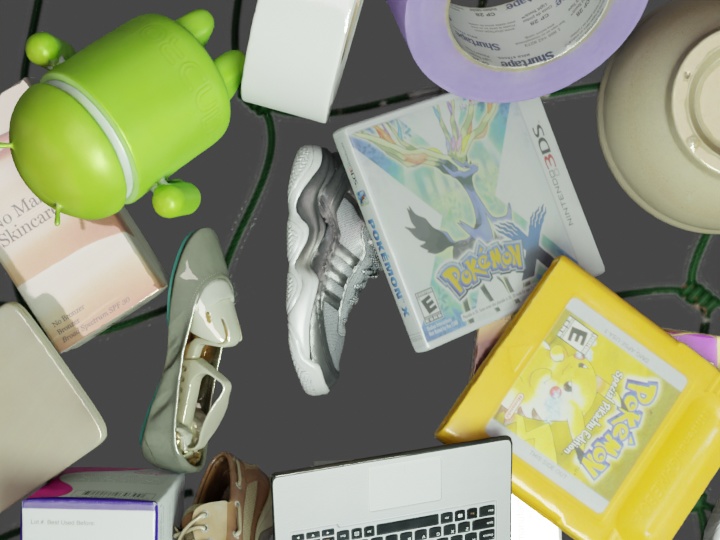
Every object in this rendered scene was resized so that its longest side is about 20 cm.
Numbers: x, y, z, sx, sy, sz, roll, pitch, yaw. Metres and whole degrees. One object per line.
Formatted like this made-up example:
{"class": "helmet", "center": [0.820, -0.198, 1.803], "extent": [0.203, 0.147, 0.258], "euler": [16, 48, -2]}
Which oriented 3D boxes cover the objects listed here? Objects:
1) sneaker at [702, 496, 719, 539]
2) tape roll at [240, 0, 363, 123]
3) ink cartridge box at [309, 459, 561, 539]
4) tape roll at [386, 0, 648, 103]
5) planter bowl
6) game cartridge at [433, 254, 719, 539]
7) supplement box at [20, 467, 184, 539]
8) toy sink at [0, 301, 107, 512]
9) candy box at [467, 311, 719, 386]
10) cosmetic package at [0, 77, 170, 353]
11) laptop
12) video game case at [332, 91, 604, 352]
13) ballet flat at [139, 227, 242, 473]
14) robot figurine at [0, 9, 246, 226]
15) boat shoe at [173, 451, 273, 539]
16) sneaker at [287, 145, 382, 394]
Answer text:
{"class": "sneaker", "center": [0.318, 0.276, 1.526], "extent": [0.114, 0.075, 0.200], "euler": [21, 88, 2]}
{"class": "tape roll", "center": [-0.033, -0.219, 1.457], "extent": [0.071, 0.202, 0.203], "euler": [16, 91, 0]}
{"class": "ink cartridge box", "center": [0.060, 0.226, 1.522], "extent": [0.200, 0.084, 0.146], "euler": [-2, 91, 0]}
{"class": "tape roll", "center": [0.118, -0.233, 1.457], "extent": [0.200, 0.200, 0.085], "euler": [-23, 47, 1]}
{"class": "planter bowl", "center": [0.293, -0.129, 1.491], "extent": [0.200, 0.135, 0.200], "euler": [0, 90, 1]}
{"class": "game cartridge", "center": [0.186, 0.115, 1.474], "extent": [0.200, 0.032, 0.176], "euler": [36, 80, -3]}
{"class": "supplement box", "center": [-0.196, 0.213, 1.466], "extent": [0.101, 0.200, 0.103], "euler": [1, 92, 1]}
{"class": "toy sink", "center": [-0.286, 0.115, 1.488], "extent": [0.200, 0.112, 0.130], "euler": [-35, 91, 20]}
{"class": "candy box", "center": [0.187, 0.097, 1.535], "extent": [0.200, 0.056, 0.117], "euler": [8, 91, 1]}
{"class": "cosmetic package", "center": [-0.248, -0.044, 1.517], "extent": [0.103, 0.087, 0.200], "euler": [-34, 91, 1]}
{"class": "laptop", "center": [0.040, 0.247, 1.399], "extent": [0.187, 0.116, 0.200], "euler": [-8, 116, -14]}
{"class": "video game case", "center": [0.090, -0.052, 1.495], "extent": [0.200, 0.022, 0.182], "euler": [-22, 91, -35]}
{"class": "ballet flat", "center": [-0.126, 0.067, 1.527], "extent": [0.064, 0.067, 0.200], "euler": [16, 96, 30]}
{"class": "robot figurine", "center": [-0.180, -0.118, 1.437], "extent": [0.200, 0.116, 0.175], "euler": [-39, 88, -28]}
{"class": "boat shoe", "center": [-0.116, 0.216, 1.471], "extent": [0.076, 0.200, 0.072], "euler": [-37, 109, 25]}
{"class": "sneaker", "center": [0.000, 0.000, 1.515], "extent": [0.114, 0.075, 0.200], "euler": [0, 89, 3]}
